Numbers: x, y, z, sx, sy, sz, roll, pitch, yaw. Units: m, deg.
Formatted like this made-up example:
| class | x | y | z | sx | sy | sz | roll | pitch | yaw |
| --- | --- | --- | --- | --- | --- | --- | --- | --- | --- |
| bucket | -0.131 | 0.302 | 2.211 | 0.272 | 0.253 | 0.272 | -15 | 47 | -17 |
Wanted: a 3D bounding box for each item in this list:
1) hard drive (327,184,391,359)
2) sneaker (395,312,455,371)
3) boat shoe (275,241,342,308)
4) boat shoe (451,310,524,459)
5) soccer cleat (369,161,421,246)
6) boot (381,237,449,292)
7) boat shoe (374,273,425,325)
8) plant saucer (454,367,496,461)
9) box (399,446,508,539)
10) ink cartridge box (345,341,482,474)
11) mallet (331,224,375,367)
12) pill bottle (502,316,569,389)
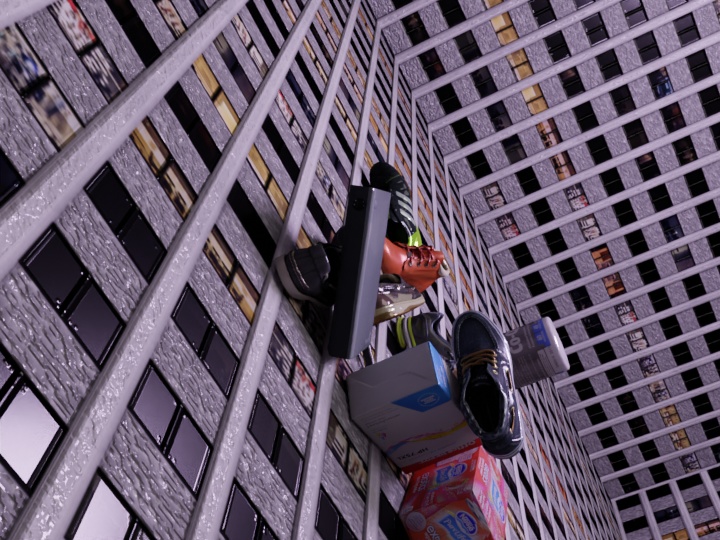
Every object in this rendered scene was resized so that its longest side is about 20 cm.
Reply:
| class | x | y | z | sx | sy | sz | roll | pitch | yaw |
| --- | --- | --- | --- | --- | --- | --- | --- | --- | --- |
| hard drive | 0.000 | 0.000 | 1.073 | 0.140 | 0.033 | 0.200 | -15 | 113 | -80 |
| sneaker | 0.119 | 0.154 | 1.367 | 0.200 | 0.081 | 0.074 | 70 | 15 | 13 |
| boat shoe | -0.039 | 0.001 | 1.067 | 0.073 | 0.063 | 0.200 | 66 | 13 | 9 |
| boat shoe | 0.150 | 0.123 | 1.069 | 0.091 | 0.071 | 0.200 | 53 | 20 | -56 |
| soccer cleat | 0.058 | -0.112 | 1.605 | 0.081 | 0.067 | 0.200 | 5 | 62 | -60 |
| boot | 0.076 | -0.020 | 1.438 | 0.200 | 0.107 | 0.075 | 38 | 34 | -59 |
| boat shoe | 0.047 | 0.035 | 1.307 | 0.200 | 0.073 | 0.065 | -22 | 94 | -76 |
| plant saucer | 0.189 | 0.268 | 1.549 | 0.200 | 0.029 | 0.200 | 59 | 16 | -27 |
| box | 0.124 | 0.298 | 1.125 | 0.096 | 0.100 | 0.200 | 66 | 14 | -4 |
| ink cartridge box | 0.078 | 0.184 | 1.101 | 0.200 | 0.116 | 0.067 | 52 | 20 | -44 |
| mallet | -0.007 | 0.040 | 1.189 | 0.066 | 0.041 | 0.200 | 137 | -56 | -74 |
| pill bottle | 0.300 | 0.178 | 1.744 | 0.114 | 0.200 | 0.114 | 60 | 15 | -28 |
